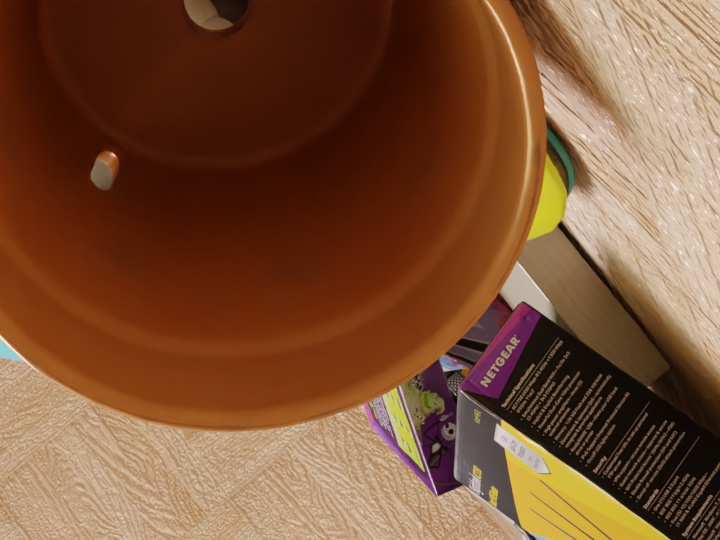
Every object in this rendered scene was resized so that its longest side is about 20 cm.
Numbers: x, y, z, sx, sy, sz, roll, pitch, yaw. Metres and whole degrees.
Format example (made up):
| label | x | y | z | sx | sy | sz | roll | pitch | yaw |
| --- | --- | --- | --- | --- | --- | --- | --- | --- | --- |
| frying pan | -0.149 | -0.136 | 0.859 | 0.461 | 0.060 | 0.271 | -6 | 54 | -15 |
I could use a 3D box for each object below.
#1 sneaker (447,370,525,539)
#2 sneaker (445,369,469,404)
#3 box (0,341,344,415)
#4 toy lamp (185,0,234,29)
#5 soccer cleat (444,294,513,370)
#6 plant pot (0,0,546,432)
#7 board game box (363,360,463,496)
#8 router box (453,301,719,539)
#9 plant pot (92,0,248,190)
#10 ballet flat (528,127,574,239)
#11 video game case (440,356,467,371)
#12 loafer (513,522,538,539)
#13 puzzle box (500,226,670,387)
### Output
| label | x | y | z | sx | sy | sz | roll | pitch | yaw |
| --- | --- | --- | --- | --- | --- | --- | --- | --- | --- |
| sneaker | 0.095 | 0.105 | 1.472 | 0.140 | 0.078 | 0.200 | 41 | 174 | -13 |
| sneaker | 0.054 | 0.055 | 1.643 | 0.200 | 0.070 | 0.090 | 49 | 173 | -1 |
| box | -0.092 | 0.029 | 1.381 | 0.198 | 0.050 | 0.082 | 10 | 161 | -12 |
| toy lamp | -0.078 | -0.118 | 1.174 | 0.200 | 0.058 | 0.058 | 44 | 175 | 14 |
| soccer cleat | 0.086 | 0.044 | 1.313 | 0.076 | 0.067 | 0.201 | 3 | 134 | 52 |
| plant pot | -0.045 | -0.066 | 0.887 | 0.200 | 0.199 | 0.140 | 52 | -168 | -25 |
| board game box | 0.000 | 0.000 | 1.270 | 0.120 | 0.032 | 0.201 | 33 | 145 | 66 |
| router box | 0.113 | 0.096 | 1.134 | 0.149 | 0.051 | 0.200 | 36 | 169 | 10 |
| plant pot | -0.091 | -0.078 | 1.400 | 0.174 | 0.201 | 0.201 | 17 | 151 | 51 |
| ballet flat | 0.019 | -0.028 | 1.042 | 0.067 | 0.067 | 0.200 | 53 | 166 | -16 |
| video game case | -0.023 | 0.031 | 1.469 | 0.143 | 0.199 | 0.018 | 34 | -126 | -48 |
| loafer | 0.133 | 0.147 | 1.282 | 0.199 | 0.063 | 0.072 | 33 | 155 | 8 |
| puzzle box | 0.055 | -0.028 | 1.166 | 0.200 | 0.025 | 0.133 | 51 | 177 | -4 |
